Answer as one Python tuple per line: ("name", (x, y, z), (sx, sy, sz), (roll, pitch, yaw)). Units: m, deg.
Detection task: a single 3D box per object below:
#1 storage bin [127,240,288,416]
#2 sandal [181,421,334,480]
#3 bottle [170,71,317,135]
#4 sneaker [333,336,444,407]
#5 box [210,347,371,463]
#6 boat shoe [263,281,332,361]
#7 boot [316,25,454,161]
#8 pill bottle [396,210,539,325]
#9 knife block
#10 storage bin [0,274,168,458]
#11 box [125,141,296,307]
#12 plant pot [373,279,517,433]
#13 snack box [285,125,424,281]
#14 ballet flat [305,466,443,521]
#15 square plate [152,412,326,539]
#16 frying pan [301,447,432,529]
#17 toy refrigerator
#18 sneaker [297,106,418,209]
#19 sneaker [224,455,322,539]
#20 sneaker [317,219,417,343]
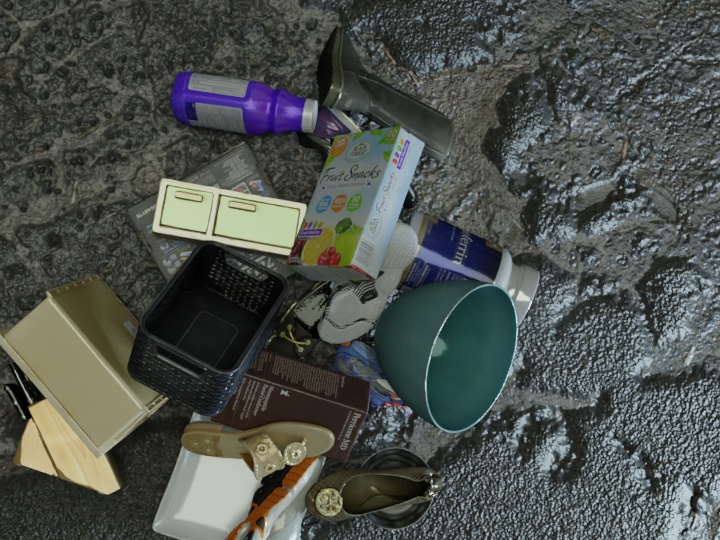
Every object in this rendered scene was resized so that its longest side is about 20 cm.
("storage bin", (-0.194, 0.071, 1.382), (0.135, 0.094, 0.200), (27, 41, 2))
("sandal", (-0.142, 0.250, 1.435), (0.211, 0.078, 0.070), (1, 44, 10))
("bottle", (-0.161, -0.229, 1.503), (0.199, 0.084, 0.065), (8, 71, 6))
("sneaker", (0.048, 0.166, 1.523), (0.200, 0.075, 0.079), (30, 94, 4))
("box", (-0.095, 0.180, 1.468), (0.199, 0.075, 0.100), (17, 121, -7))
("boat shoe", (-0.082, 0.078, 1.513), (0.072, 0.061, 0.201), (40, 83, -1))
("boot", (0.037, -0.253, 1.538), (0.199, 0.073, 0.182), (16, 47, -18))
("pill bottle", (0.143, 0.004, 1.515), (0.200, 0.116, 0.116), (23, 84, -4))
("knife block", (-0.395, 0.194, 1.470), (0.199, 0.064, 0.176), (20, 85, -4))
("storage bin", (-0.345, 0.117, 1.419), (0.094, 0.199, 0.200), (-41, 90, 10))
("box", (-0.197, -0.047, 1.517), (0.200, 0.050, 0.199), (-31, 90, -8))
("plant pot", (0.097, 0.097, 1.423), (0.135, 0.200, 0.201), (19, 82, 38))
("snack box", (-0.008, -0.086, 1.411), (0.053, 0.142, 0.200), (32, 71, -36))
("ballet flat", (0.023, 0.304, 1.467), (0.199, 0.046, 0.068), (-3, 91, -22))
("square plate", (-0.165, 0.298, 1.505), (0.198, 0.028, 0.201), (20, 84, -5))
("frying pan", (0.020, 0.333, 1.518), (0.190, 0.031, 0.115), (-42, 93, -7))
("toy refrigerator", (-0.178, -0.069, 1.463), (0.199, 0.070, 0.076), (11, 85, -5))
("sneaker", (-0.006, -0.148, 1.541), (0.088, 0.076, 0.200), (-44, 84, 2))
("sneaker", (-0.108, 0.345, 1.468), (0.092, 0.076, 0.200), (46, 71, -30))
("sneaker", (0.000, 0.000, 1.464), (0.075, 0.115, 0.200), (24, 111, -27))
